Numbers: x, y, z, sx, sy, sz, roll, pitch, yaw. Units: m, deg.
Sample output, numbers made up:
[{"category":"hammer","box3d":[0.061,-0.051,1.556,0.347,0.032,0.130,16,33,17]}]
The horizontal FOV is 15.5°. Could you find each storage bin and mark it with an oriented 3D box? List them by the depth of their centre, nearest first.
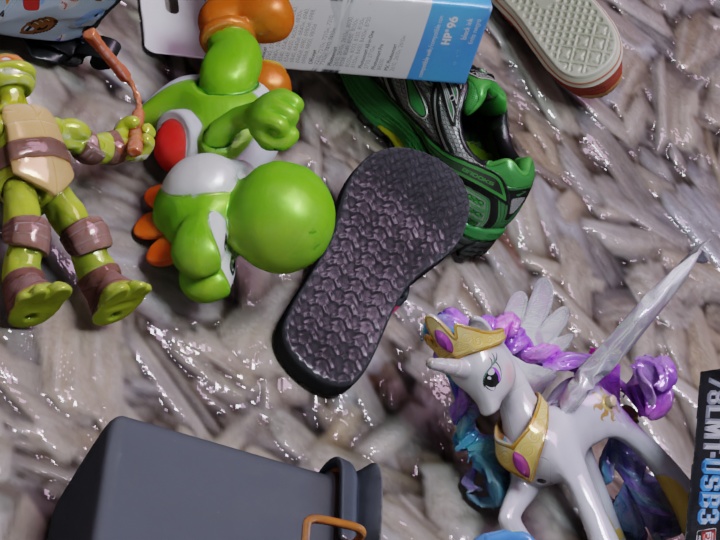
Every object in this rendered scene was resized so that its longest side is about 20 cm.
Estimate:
[{"category":"storage bin","box3d":[-0.073,0.160,1.214,0.134,0.146,0.201,22,40,-17]}]

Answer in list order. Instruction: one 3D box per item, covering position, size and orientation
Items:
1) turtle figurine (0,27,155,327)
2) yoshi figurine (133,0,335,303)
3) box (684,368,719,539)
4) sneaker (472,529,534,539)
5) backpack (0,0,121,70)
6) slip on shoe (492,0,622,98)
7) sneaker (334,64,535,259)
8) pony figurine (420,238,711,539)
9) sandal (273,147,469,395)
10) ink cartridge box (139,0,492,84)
[{"category":"turtle figurine","box3d":[-0.176,-0.051,1.368,0.199,0.064,0.162,11,55,-53]},{"category":"yoshi figurine","box3d":[-0.055,-0.062,1.476,0.112,0.112,0.201,35,38,-28]},{"category":"box","box3d":[0.230,0.190,1.480,0.199,0.049,0.201,-78,149,-45]},{"category":"sneaker","box3d":[0.035,0.187,1.319,0.076,0.105,0.200,43,34,-5]},{"category":"backpack","box3d":[-0.212,-0.216,1.430,0.190,0.154,0.201,-10,66,-40]},{"category":"slip on shoe","box3d":[0.124,-0.198,1.852,0.201,0.074,0.061,60,1,28]},{"category":"sneaker","box3d":[0.051,-0.111,1.656,0.078,0.085,0.201,-5,58,-49]},{"category":"pony figurine","box3d":[0.123,0.080,1.509,0.193,0.166,0.201,-38,101,-48]},{"category":"sandal","box3d":[0.000,0.000,1.536,0.075,0.045,0.200,37,49,-4]},{"category":"ink cartridge box","box3d":[-0.031,-0.182,1.593,0.199,0.068,0.117,3,48,-16]}]
